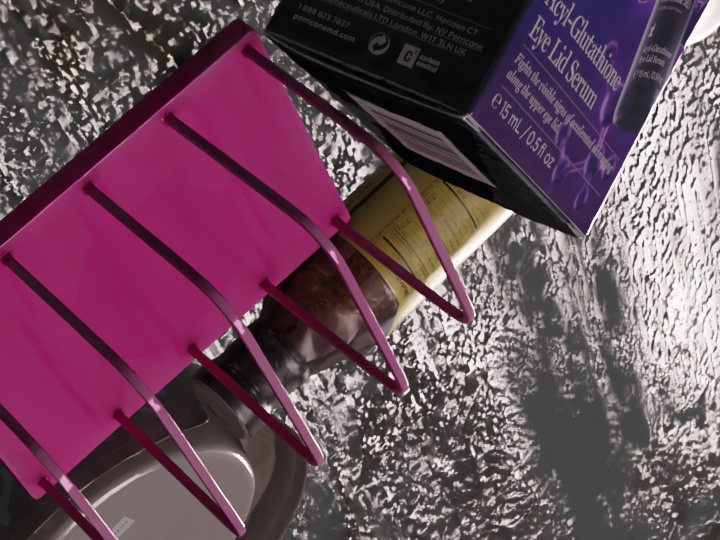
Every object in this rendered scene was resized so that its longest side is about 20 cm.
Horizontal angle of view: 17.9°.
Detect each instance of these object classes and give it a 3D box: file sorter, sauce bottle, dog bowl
[{"bbox_3d":[-0.067,0.024,0.986,0.200,0.125,0.139,-42,140,-12],"label":"file sorter"},{"bbox_3d":[0.000,0.000,1.113,0.200,0.066,0.066,-43,152,-16],"label":"sauce bottle"},{"bbox_3d":[-0.123,0.128,1.164,0.200,0.059,0.200,-31,148,-21],"label":"dog bowl"}]

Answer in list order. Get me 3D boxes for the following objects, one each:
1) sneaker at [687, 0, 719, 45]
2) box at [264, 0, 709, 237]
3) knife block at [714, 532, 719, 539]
[{"bbox_3d":[0.137,-0.137,1.116,0.073,0.071,0.200,-52,149,17],"label":"sneaker"},{"bbox_3d":[0.074,-0.138,0.947,0.200,0.104,0.148,-62,150,-4],"label":"box"},{"bbox_3d":[0.363,0.251,1.800,0.064,0.176,0.200,-4,133,-49],"label":"knife block"}]
